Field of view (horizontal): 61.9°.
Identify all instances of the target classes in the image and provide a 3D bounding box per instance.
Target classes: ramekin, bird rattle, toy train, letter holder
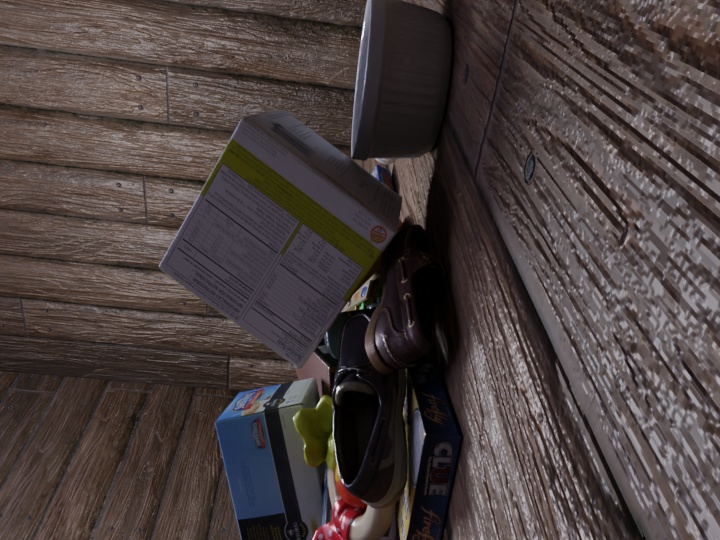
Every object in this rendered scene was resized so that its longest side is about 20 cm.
[{"bbox_3d":[0.049,-0.240,0.772,0.200,0.102,0.206,-174,90,-85],"label":"ramekin"},{"bbox_3d":[-0.012,0.235,0.656,0.163,0.110,0.205,131,144,-53],"label":"bird rattle"},{"bbox_3d":[0.002,0.085,0.863,0.200,0.111,0.088,152,112,-84],"label":"toy train"},{"bbox_3d":[-0.038,0.188,0.996,0.199,0.098,0.147,-154,61,-65],"label":"letter holder"}]

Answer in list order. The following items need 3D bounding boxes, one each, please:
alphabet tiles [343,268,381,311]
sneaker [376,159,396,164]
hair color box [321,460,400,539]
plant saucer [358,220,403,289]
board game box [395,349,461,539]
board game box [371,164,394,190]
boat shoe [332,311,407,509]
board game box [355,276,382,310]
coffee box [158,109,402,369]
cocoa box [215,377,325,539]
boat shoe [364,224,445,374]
[{"bbox_3d":[0.006,-0.008,1.112,0.199,0.007,0.171,-36,34,60],"label":"alphabet tiles"},{"bbox_3d":[0.065,-0.269,0.922,0.099,0.073,0.206,161,115,-64],"label":"sneaker"},{"bbox_3d":[0.000,0.299,0.789,0.203,0.097,0.061,-90,7,-46],"label":"hair color box"},{"bbox_3d":[0.000,0.000,0.940,0.200,0.037,0.200,-46,0,0],"label":"plant saucer"},{"bbox_3d":[0.058,0.168,0.626,0.201,0.034,0.139,-98,14,-69],"label":"board game box"},{"bbox_3d":[0.002,-0.088,1.155,0.202,0.034,0.136,-59,16,25],"label":"board game box"},{"bbox_3d":[0.004,0.124,0.595,0.065,0.071,0.204,40,-142,-46],"label":"boat shoe"},{"bbox_3d":[0.019,0.073,1.113,0.202,0.046,0.104,-92,8,-55],"label":"board game box"},{"bbox_3d":[-0.083,-0.048,0.726,0.200,0.198,0.200,-54,4,17],"label":"coffee box"},{"bbox_3d":[-0.115,0.281,0.874,0.133,0.128,0.206,-56,-45,-83],"label":"cocoa box"},{"bbox_3d":[0.059,0.018,0.631,0.070,0.070,0.203,-33,29,34],"label":"boat shoe"}]
